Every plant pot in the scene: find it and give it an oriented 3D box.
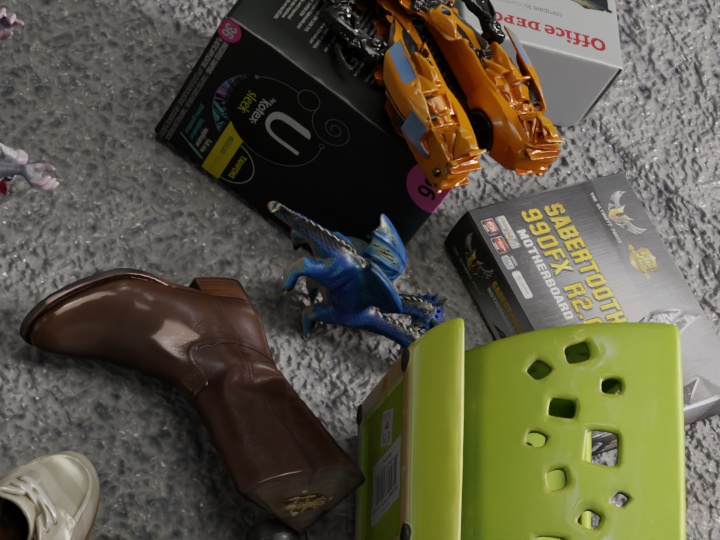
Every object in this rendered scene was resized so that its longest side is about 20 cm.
[{"bbox_3d":[0.097,0.145,1.623,0.180,0.200,0.200,7,69,-13],"label":"plant pot"}]

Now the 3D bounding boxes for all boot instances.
[{"bbox_3d":[-0.109,0.090,1.626,0.185,0.064,0.201,-6,50,-33],"label":"boot"}]

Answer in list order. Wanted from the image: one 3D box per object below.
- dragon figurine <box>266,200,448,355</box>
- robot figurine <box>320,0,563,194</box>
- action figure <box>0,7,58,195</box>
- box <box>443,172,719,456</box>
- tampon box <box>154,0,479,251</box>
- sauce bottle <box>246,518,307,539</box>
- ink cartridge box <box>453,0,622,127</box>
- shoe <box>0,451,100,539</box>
[{"bbox_3d":[0.000,0.000,1.720,0.099,0.201,0.059,-4,49,15],"label":"dragon figurine"},{"bbox_3d":[0.057,-0.152,1.705,0.144,0.058,0.201,-11,65,-35],"label":"robot figurine"},{"bbox_3d":[-0.289,-0.105,1.640,0.148,0.200,0.135,-20,50,9],"label":"action figure"},{"bbox_3d":[0.175,0.033,1.847,0.158,0.048,0.201,-14,67,-33],"label":"box"},{"bbox_3d":[-0.017,-0.116,1.779,0.200,0.150,0.126,36,49,-2],"label":"tampon box"},{"bbox_3d":[-0.052,0.254,1.570,0.064,0.065,0.201,12,53,-20],"label":"sauce bottle"},{"bbox_3d":[0.124,-0.230,1.974,0.145,0.083,0.201,12,54,-21],"label":"ink cartridge box"},{"bbox_3d":[-0.224,0.178,1.539,0.070,0.053,0.200,40,50,2],"label":"shoe"}]
